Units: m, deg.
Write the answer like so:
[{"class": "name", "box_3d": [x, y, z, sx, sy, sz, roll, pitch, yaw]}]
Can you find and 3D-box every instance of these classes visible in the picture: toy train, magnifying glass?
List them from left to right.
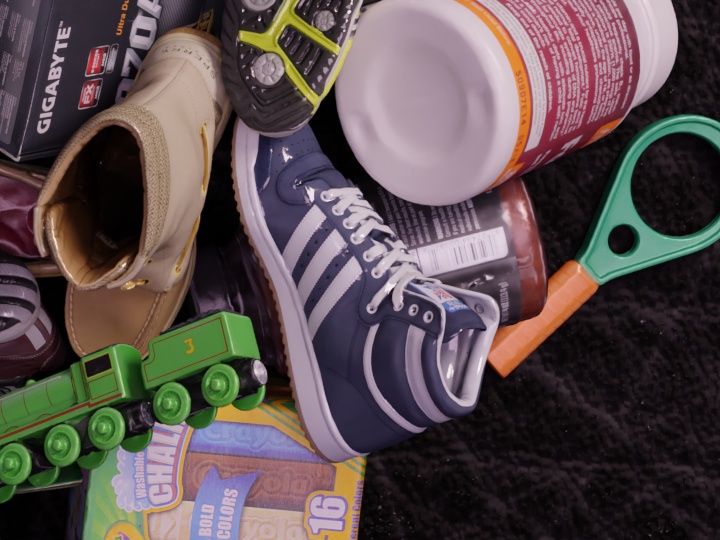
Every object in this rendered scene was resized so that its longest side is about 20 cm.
[{"class": "toy train", "box_3d": [-0.138, 0.072, 1.328, 0.199, 0.042, 0.057, -21, 75, 22]}, {"class": "magnifying glass", "box_3d": [0.149, -0.013, 1.501, 0.200, 0.022, 0.080, -43, 102, -4]}]

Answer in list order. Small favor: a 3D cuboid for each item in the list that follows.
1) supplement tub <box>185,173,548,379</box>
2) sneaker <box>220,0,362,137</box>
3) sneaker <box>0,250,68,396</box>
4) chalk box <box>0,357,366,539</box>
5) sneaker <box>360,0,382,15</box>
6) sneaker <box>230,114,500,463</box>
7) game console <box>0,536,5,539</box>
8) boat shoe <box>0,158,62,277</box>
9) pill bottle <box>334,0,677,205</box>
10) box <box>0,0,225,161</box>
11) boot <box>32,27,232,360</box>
[{"class": "supplement tub", "box_3d": [0.000, 0.000, 1.433, 0.199, 0.107, 0.108, -15, 99, -6]}, {"class": "sneaker", "box_3d": [-0.022, -0.164, 1.331, 0.075, 0.076, 0.201, 8, 78, 17]}, {"class": "sneaker", "box_3d": [-0.257, 0.045, 1.418, 0.199, 0.116, 0.076, 0, 61, 20]}, {"class": "chalk box", "box_3d": [-0.105, 0.117, 1.422, 0.199, 0.124, 0.125, 7, 96, -11]}, {"class": "sneaker", "box_3d": [-0.022, -0.210, 1.424, 0.075, 0.081, 0.201, -11, 79, 6]}, {"class": "sneaker", "box_3d": [0.005, -0.006, 1.322, 0.108, 0.070, 0.201, -16, 88, 33]}, {"class": "game console", "box_3d": [-0.260, 0.169, 1.381, 0.200, 0.176, 0.117, 42, 81, -15]}, {"class": "boat shoe", "box_3d": [-0.228, -0.037, 1.411, 0.199, 0.066, 0.075, 5, 96, -10]}, {"class": "pill bottle", "box_3d": [0.086, -0.113, 1.382, 0.200, 0.114, 0.115, -25, 104, -50]}, {"class": "box", "box_3d": [-0.122, -0.167, 1.347, 0.046, 0.159, 0.201, 31, 118, 30]}, {"class": "boot", "box_3d": [-0.127, -0.014, 1.306, 0.072, 0.156, 0.201, 24, 115, 3]}]
